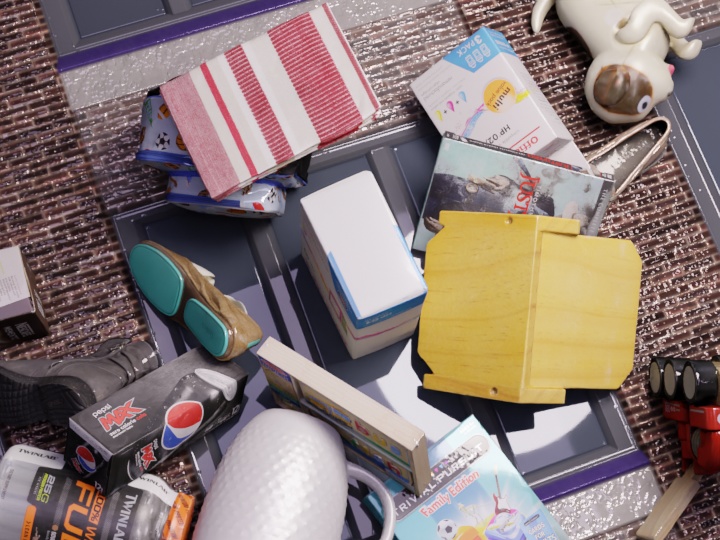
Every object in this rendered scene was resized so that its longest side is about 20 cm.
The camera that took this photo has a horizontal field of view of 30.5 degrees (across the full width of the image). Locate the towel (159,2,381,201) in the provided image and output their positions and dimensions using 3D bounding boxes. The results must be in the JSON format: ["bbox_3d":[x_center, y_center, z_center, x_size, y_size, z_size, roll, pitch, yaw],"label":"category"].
[{"bbox_3d":[-0.094,-0.175,1.366,0.200,0.023,0.144,-27,74,1],"label":"towel"}]

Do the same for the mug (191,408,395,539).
[{"bbox_3d":[-0.062,0.249,1.374,0.200,0.148,0.176,16,66,1],"label":"mug"}]

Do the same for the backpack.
[{"bbox_3d":[-0.154,-0.136,1.471,0.190,0.200,0.154,15,86,3],"label":"backpack"}]

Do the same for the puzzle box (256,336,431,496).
[{"bbox_3d":[-0.015,0.154,1.386,0.200,0.133,0.025,30,67,22],"label":"puzzle box"}]

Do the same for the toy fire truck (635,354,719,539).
[{"bbox_3d":[0.368,0.194,1.420,0.128,0.176,0.200,-2,88,-6],"label":"toy fire truck"}]

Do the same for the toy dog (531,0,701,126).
[{"bbox_3d":[0.307,-0.274,1.567,0.194,0.140,0.200,-9,74,6],"label":"toy dog"}]

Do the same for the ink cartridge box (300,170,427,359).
[{"bbox_3d":[0.000,0.000,1.426,0.085,0.200,0.145,-24,76,-7],"label":"ink cartridge box"}]

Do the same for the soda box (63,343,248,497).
[{"bbox_3d":[-0.210,0.152,1.376,0.071,0.063,0.200,34,39,24],"label":"soda box"}]

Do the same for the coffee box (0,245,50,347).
[{"bbox_3d":[-0.447,0.048,1.419,0.200,0.113,0.080,-15,75,-8],"label":"coffee box"}]

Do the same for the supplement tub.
[{"bbox_3d":[-0.280,0.259,1.364,0.200,0.123,0.123,12,73,-1],"label":"supplement tub"}]

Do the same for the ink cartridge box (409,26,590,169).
[{"bbox_3d":[0.162,-0.167,1.530,0.115,0.068,0.200,-37,77,22],"label":"ink cartridge box"}]

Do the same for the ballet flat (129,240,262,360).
[{"bbox_3d":[-0.177,0.031,1.460,0.072,0.068,0.200,-5,32,-46],"label":"ballet flat"}]

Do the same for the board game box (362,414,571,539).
[{"bbox_3d":[0.123,0.282,1.430,0.151,0.047,0.200,-36,80,-14],"label":"board game box"}]

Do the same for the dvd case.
[{"bbox_3d":[0.172,-0.066,1.503,0.200,0.022,0.146,14,117,-2],"label":"dvd case"}]

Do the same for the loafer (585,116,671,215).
[{"bbox_3d":[0.288,-0.114,1.553,0.200,0.063,0.072,-41,80,-14],"label":"loafer"}]

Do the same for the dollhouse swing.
[{"bbox_3d":[0.192,0.041,1.485,0.182,0.176,0.200,5,91,38],"label":"dollhouse swing"}]

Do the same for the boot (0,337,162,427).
[{"bbox_3d":[-0.319,0.115,1.428,0.200,0.070,0.132,8,26,33],"label":"boot"}]
